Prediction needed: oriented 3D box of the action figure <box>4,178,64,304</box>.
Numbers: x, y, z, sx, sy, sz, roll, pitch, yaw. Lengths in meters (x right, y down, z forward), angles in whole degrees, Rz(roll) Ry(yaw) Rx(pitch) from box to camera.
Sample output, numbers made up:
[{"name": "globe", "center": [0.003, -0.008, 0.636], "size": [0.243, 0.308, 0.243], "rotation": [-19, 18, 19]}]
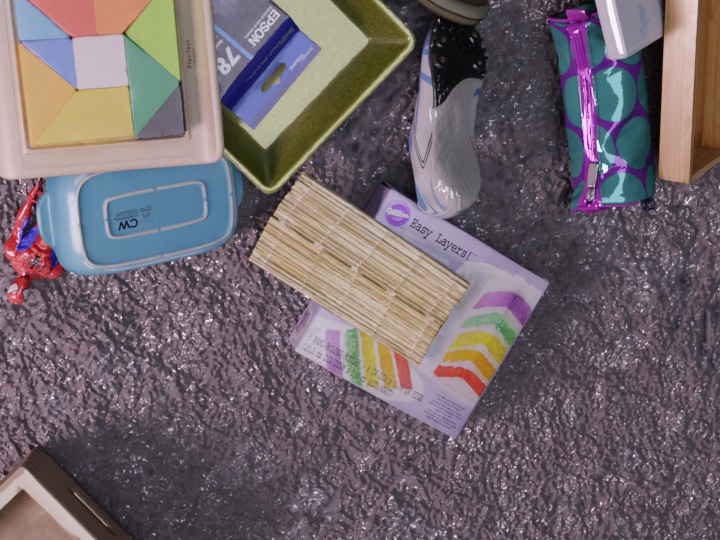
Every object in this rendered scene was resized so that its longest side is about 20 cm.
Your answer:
[{"name": "action figure", "center": [-0.271, -0.059, 1.308], "size": [0.065, 0.052, 0.200], "rotation": [25, 98, -21]}]

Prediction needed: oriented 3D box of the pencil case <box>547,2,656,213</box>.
[{"name": "pencil case", "center": [0.231, -0.154, 1.372], "size": [0.085, 0.092, 0.200], "rotation": [-1, 105, 34]}]

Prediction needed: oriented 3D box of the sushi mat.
[{"name": "sushi mat", "center": [0.000, 0.000, 1.345], "size": [0.200, 0.012, 0.096], "rotation": [33, 95, -15]}]

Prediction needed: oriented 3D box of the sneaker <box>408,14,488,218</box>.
[{"name": "sneaker", "center": [0.075, -0.147, 1.343], "size": [0.072, 0.072, 0.200], "rotation": [10, 77, -32]}]

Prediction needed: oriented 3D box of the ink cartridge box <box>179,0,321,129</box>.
[{"name": "ink cartridge box", "center": [-0.137, -0.222, 1.252], "size": [0.200, 0.039, 0.100], "rotation": [39, 91, -11]}]

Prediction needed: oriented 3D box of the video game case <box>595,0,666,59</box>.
[{"name": "video game case", "center": [0.255, -0.313, 1.320], "size": [0.182, 0.024, 0.200], "rotation": [-33, 113, -46]}]

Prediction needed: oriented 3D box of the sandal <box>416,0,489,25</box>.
[{"name": "sandal", "center": [0.038, -0.290, 1.303], "size": [0.201, 0.080, 0.057], "rotation": [21, 126, -24]}]

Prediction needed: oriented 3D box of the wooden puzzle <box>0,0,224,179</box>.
[{"name": "wooden puzzle", "center": [-0.221, -0.174, 1.215], "size": [0.200, 0.037, 0.185], "rotation": [-4, 102, -2]}]

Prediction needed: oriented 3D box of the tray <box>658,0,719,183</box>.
[{"name": "tray", "center": [0.320, -0.193, 1.366], "size": [0.099, 0.037, 0.200], "rotation": [-31, 127, -47]}]

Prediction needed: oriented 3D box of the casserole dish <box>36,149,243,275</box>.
[{"name": "casserole dish", "center": [-0.190, -0.059, 1.300], "size": [0.200, 0.039, 0.121], "rotation": [-13, 110, -26]}]

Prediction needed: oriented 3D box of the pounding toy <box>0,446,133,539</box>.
[{"name": "pounding toy", "center": [-0.301, 0.302, 1.348], "size": [0.184, 0.142, 0.200], "rotation": [-44, 96, -1]}]

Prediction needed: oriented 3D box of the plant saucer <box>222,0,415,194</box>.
[{"name": "plant saucer", "center": [-0.087, -0.208, 1.310], "size": [0.200, 0.048, 0.200], "rotation": [44, 91, -14]}]

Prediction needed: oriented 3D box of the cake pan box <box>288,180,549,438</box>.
[{"name": "cake pan box", "center": [0.053, 0.037, 1.396], "size": [0.200, 0.052, 0.184], "rotation": [31, 92, -16]}]
